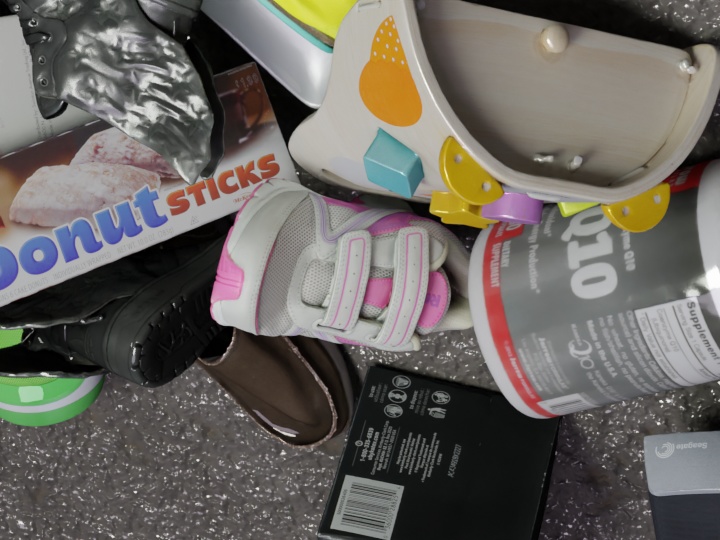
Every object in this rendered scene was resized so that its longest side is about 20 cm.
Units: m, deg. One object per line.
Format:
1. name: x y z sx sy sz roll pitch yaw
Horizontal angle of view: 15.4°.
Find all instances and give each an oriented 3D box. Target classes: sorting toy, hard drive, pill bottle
1. sorting toy: 0.056 -0.066 1.380 0.199 0.107 0.180 9 168 -30
2. hard drive: 0.260 0.151 1.492 0.199 0.042 0.135 1 128 18
3. pill bottle: 0.168 0.005 1.420 0.199 0.114 0.114 -15 123 27

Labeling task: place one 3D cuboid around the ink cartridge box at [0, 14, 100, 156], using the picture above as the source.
1. ink cartridge box: -0.220 -0.070 1.410 0.067 0.199 0.117 178 82 -67

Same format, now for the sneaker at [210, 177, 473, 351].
1. sneaker: 0.000 0.000 1.416 0.088 0.200 0.082 23 108 32

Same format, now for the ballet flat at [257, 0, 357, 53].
1. ballet flat: -0.071 -0.186 1.334 0.199 0.067 0.067 32 111 -13

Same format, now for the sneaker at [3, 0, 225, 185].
1. sneaker: -0.153 -0.125 1.362 0.199 0.060 0.105 20 96 8

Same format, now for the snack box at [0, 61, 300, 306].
1. snack box: -0.131 -0.043 1.397 0.024 0.199 0.072 -10 102 64

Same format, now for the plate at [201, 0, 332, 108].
1. plate: -0.027 -0.200 1.362 0.199 0.032 0.200 41 129 -17

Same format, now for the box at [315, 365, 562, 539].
1. box: 0.039 0.187 1.593 0.124 0.149 0.201 12 132 6

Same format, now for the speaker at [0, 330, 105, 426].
1. speaker: -0.199 -0.007 1.547 0.088 0.089 0.201 5 131 14

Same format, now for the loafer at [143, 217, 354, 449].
1. loafer: -0.080 0.039 1.557 0.073 0.071 0.200 -24 119 33

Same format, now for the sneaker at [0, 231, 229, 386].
1. sneaker: -0.117 0.010 1.444 0.104 0.200 0.060 15 122 34
